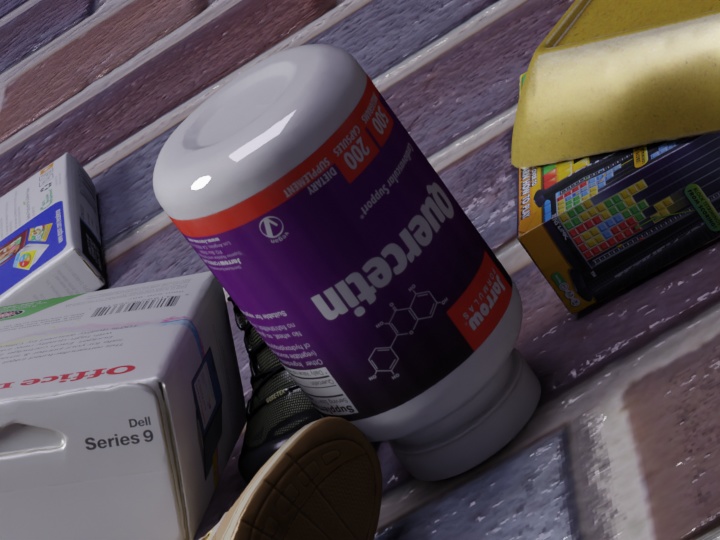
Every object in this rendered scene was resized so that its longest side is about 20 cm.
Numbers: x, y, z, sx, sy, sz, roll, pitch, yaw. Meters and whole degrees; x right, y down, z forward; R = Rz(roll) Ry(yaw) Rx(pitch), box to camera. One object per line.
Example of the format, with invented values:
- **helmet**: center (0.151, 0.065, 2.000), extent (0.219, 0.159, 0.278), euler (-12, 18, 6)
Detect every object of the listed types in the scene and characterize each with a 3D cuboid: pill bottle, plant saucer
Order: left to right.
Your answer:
- **pill bottle**: center (0.000, 0.000, 1.288), extent (0.112, 0.200, 0.112), euler (-31, 22, 14)
- **plant saucer**: center (0.179, -0.142, 1.369), extent (0.200, 0.048, 0.200), euler (-10, 33, 48)

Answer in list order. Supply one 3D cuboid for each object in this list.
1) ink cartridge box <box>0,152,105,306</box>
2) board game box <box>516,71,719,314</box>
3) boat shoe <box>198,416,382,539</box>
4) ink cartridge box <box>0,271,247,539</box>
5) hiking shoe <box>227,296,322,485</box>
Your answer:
- **ink cartridge box**: center (-0.267, 0.017, 1.887), extent (0.200, 0.047, 0.198), euler (-36, 22, 7)
- **board game box**: center (0.162, -0.080, 1.406), extent (0.165, 0.057, 0.200), euler (-31, 22, 17)
- **boat shoe**: center (-0.059, 0.149, 1.237), extent (0.069, 0.074, 0.200), euler (-12, 38, 48)
- **ink cartridge box**: center (-0.143, 0.073, 1.346), extent (0.145, 0.088, 0.200), euler (-9, 11, 7)
- **hiking shoe**: center (-0.040, 0.036, 1.412), extent (0.076, 0.101, 0.200), euler (-28, 23, 23)
